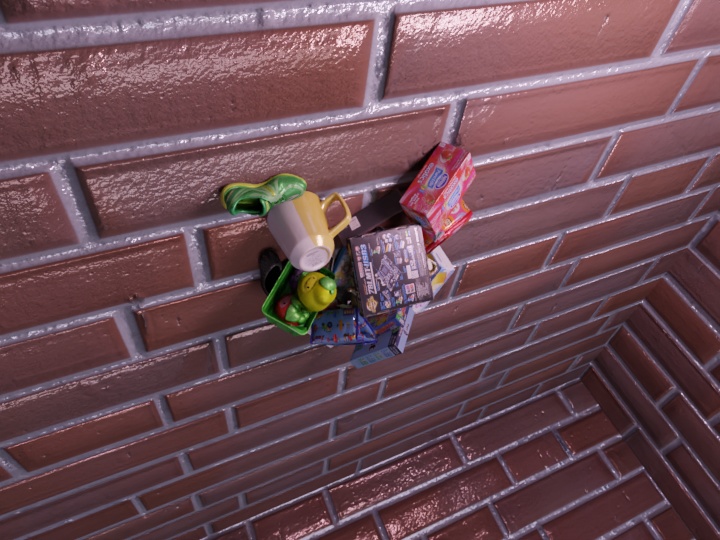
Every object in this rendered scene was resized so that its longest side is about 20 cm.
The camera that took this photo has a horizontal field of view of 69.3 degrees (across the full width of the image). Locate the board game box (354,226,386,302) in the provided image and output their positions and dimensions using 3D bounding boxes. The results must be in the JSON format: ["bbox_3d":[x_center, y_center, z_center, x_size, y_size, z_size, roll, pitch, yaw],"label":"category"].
[{"bbox_3d":[0.060,-0.001,1.387,0.134,0.028,0.205,21,85,-51],"label":"board game box"}]

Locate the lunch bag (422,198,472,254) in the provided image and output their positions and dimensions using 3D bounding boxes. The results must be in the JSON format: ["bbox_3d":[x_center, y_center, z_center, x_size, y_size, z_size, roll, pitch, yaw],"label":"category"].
[{"bbox_3d":[0.208,-0.112,1.453,0.175,0.083,0.200,-37,177,-19],"label":"lunch bag"}]

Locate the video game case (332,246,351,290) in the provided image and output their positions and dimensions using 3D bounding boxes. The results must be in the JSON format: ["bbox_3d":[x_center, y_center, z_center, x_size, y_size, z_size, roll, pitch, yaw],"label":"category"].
[{"bbox_3d":[0.000,0.000,1.543,0.197,0.018,0.145,10,113,-44],"label":"video game case"}]

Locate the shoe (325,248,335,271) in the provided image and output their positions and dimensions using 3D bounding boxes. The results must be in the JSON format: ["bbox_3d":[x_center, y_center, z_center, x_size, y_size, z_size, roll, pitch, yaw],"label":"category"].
[{"bbox_3d":[-0.119,0.008,1.466,0.069,0.054,0.202,-3,137,-33],"label":"shoe"}]

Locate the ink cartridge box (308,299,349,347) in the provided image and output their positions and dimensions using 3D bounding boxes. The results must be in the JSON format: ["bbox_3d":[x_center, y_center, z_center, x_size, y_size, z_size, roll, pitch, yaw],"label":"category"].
[{"bbox_3d":[-0.098,0.142,1.624,0.146,0.086,0.200,-35,144,8],"label":"ink cartridge box"}]

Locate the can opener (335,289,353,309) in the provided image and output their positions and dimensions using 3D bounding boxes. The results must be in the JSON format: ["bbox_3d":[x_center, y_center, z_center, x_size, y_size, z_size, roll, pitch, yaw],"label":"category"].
[{"bbox_3d":[-0.009,0.099,1.567,0.051,0.068,0.199,5,175,28],"label":"can opener"}]

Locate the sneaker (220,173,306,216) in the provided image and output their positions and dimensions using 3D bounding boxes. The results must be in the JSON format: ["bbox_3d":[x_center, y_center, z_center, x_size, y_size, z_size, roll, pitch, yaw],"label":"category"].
[{"bbox_3d":[-0.210,-0.158,1.163,0.196,0.084,0.075,-16,144,-21],"label":"sneaker"}]

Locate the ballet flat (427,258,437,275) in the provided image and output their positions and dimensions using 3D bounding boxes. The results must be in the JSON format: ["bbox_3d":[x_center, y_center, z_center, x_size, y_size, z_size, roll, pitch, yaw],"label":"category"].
[{"bbox_3d":[0.145,-0.023,1.410,0.063,0.078,0.198,-4,173,37],"label":"ballet flat"}]

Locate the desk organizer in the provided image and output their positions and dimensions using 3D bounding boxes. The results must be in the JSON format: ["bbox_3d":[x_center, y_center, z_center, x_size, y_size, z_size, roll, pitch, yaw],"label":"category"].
[{"bbox_3d":[0.037,-0.124,1.400,0.197,0.073,0.077,-30,148,1],"label":"desk organizer"}]

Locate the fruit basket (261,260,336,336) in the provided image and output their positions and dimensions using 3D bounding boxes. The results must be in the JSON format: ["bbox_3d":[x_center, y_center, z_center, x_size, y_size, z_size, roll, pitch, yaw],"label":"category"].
[{"bbox_3d":[-0.146,0.057,1.346,0.153,0.217,0.218,28,127,-3],"label":"fruit basket"}]

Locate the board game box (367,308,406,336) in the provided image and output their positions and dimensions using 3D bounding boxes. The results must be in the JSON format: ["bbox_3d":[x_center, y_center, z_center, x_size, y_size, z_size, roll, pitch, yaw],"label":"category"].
[{"bbox_3d":[0.064,0.149,1.663,0.198,0.137,0.035,-29,115,37],"label":"board game box"}]

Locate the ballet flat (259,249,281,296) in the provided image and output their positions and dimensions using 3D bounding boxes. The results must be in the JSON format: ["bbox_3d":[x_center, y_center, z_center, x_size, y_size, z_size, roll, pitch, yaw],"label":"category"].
[{"bbox_3d":[-0.237,0.027,1.400,0.065,0.057,0.202,-19,144,-13],"label":"ballet flat"}]

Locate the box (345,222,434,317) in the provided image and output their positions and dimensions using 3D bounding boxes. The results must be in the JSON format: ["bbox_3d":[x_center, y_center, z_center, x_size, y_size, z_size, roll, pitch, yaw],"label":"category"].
[{"bbox_3d":[0.075,-0.003,1.315,0.194,0.205,0.050,-13,-174,-14],"label":"box"}]

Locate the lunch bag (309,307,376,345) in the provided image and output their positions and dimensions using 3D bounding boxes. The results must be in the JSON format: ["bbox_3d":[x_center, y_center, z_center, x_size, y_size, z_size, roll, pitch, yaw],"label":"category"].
[{"bbox_3d":[-0.044,0.184,1.538,0.147,0.097,0.200,-7,159,18],"label":"lunch bag"}]

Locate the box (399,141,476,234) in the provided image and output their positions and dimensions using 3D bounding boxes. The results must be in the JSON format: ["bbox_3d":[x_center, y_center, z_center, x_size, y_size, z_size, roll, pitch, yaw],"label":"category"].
[{"bbox_3d":[0.199,-0.210,1.326,0.202,0.095,0.100,-54,147,-9],"label":"box"}]

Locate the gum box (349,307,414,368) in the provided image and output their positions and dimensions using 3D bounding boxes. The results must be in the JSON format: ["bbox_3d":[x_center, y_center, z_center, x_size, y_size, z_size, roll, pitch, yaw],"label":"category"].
[{"bbox_3d":[0.069,0.210,1.653,0.198,0.172,0.045,-28,116,39],"label":"gum box"}]

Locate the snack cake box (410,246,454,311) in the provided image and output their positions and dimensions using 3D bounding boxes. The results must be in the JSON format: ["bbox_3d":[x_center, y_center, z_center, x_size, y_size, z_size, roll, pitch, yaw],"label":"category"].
[{"bbox_3d":[0.201,0.023,1.666,0.066,0.116,0.202,3,134,-38],"label":"snack cake box"}]

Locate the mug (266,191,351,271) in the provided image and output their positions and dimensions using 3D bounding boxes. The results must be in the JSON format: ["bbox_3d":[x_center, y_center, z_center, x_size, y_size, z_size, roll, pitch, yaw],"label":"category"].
[{"bbox_3d":[-0.125,-0.096,1.243,0.147,0.155,0.188,6,132,-39],"label":"mug"}]

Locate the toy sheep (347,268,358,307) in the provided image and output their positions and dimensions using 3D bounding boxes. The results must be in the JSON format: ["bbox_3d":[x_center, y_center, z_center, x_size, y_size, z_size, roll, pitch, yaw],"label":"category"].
[{"bbox_3d":[0.029,0.019,1.473,0.137,0.137,0.203,20,102,-48],"label":"toy sheep"}]
